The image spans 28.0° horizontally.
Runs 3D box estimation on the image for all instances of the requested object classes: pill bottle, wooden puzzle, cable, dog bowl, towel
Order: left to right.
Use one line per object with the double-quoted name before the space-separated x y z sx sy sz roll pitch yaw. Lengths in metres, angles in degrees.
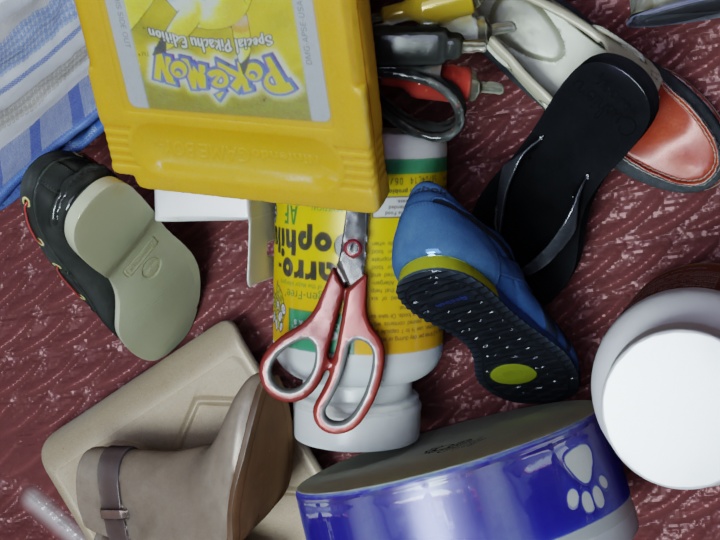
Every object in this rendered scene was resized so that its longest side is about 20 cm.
"towel" -0.209 -0.150 0.967 0.147 0.024 0.200 -35 49 20
"wooden puzzle" -0.109 0.162 1.024 0.185 0.046 0.200 -33 82 18
"cable" -0.007 -0.131 0.874 0.199 0.050 0.097 4 115 6
"pill bottle" -0.001 0.010 0.933 0.112 0.113 0.201 4 98 17
"dog bowl" 0.064 0.144 0.884 0.199 0.200 0.079 -16 89 18
"pill bottle" 0.193 0.060 0.833 0.112 0.200 0.113 2 97 17

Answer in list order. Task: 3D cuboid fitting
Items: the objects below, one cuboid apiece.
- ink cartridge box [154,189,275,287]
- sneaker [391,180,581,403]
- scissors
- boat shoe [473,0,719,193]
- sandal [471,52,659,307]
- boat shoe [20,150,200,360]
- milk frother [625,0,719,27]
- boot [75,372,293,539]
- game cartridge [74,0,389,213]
"ink cartridge box" -0.087 -0.095 0.944 0.067 0.117 0.201 1 97 14
"sneaker" 0.084 0.016 0.894 0.066 0.200 0.079 -17 52 26
"scissors" 0.000 0.000 0.870 0.073 0.014 0.201 22 97 2
"boat shoe" 0.146 -0.117 0.899 0.200 0.063 0.071 41 104 7
"sandal" 0.113 -0.047 0.894 0.076 0.043 0.200 32 130 13
"boat shoe" -0.161 -0.009 0.957 0.063 0.202 0.074 32 71 28
"milk frother" 0.224 -0.246 0.776 0.180 0.200 0.189 -10 92 1
"boot" -0.123 0.145 0.954 0.146 0.070 0.201 16 109 28
"game cartridge" -0.077 -0.129 0.810 0.176 0.032 0.201 7 125 20
